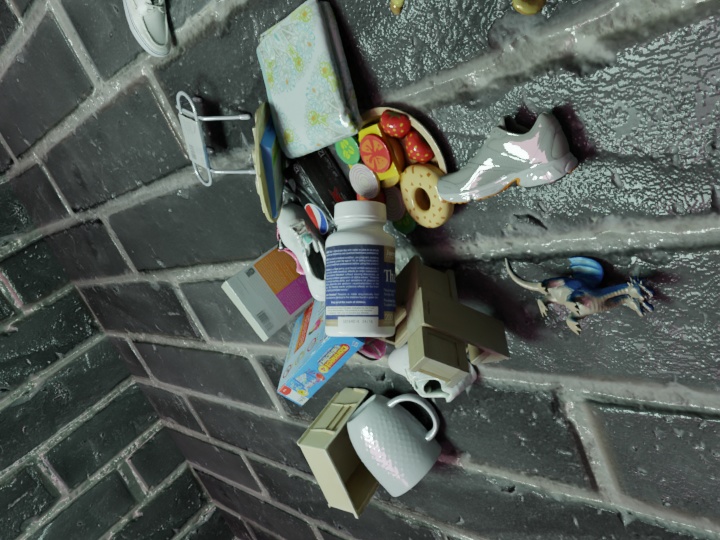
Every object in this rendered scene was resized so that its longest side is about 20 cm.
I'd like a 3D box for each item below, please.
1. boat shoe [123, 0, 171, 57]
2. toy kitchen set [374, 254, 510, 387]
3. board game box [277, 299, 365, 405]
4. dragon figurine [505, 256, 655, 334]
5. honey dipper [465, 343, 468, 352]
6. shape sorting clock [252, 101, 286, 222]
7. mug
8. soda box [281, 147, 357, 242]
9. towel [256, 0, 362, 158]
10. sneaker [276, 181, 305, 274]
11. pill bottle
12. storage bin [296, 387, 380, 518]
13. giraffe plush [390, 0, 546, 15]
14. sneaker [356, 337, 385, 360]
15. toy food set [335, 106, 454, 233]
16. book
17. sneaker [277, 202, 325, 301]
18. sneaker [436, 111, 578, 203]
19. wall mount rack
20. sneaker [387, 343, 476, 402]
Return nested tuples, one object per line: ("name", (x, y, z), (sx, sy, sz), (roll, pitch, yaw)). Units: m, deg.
("boat shoe", (-0.393, -0.499, 1.094), (0.069, 0.071, 0.203), (11, 122, 45))
("toy kitchen set", (0.117, 0.125, 0.962), (0.161, 0.202, 0.181), (21, 131, -20))
("board game box", (-0.062, 0.111, 1.091), (0.056, 0.201, 0.196), (32, 122, -16))
("dragon figurine", (0.290, 0.022, 0.795), (0.200, 0.099, 0.060), (33, 147, 55))
("honey dipper", (0.114, 0.083, 1.064), (0.200, 0.038, 0.038), (42, 144, 16))
("shape sorting clock", (-0.157, -0.184, 1.019), (0.039, 0.202, 0.202), (2, 132, 1))
("mug", (0.078, 0.341, 1.252), (0.176, 0.148, 0.200), (47, 112, 2))
("soda box", (-0.050, -0.112, 1.045), (0.063, 0.071, 0.202), (-19, 105, 56))
("towel", (-0.085, -0.289, 0.916), (0.170, 0.048, 0.203), (-7, 101, 51))
("sneaker", (-0.131, -0.081, 1.142), (0.079, 0.095, 0.202), (-21, 103, 55))
("pill bottle", (0.000, 0.000, 0.917), (0.110, 0.110, 0.204), (-5, 83, 49))
("storage bin", (-0.022, 0.407, 1.358), (0.093, 0.199, 0.202), (-4, 119, 39))
("giraffe plush", (0.123, -0.343, 0.603), (0.160, 0.201, 0.174), (10, 131, 4))
("sneaker", (-0.022, 0.137, 1.231), (0.199, 0.073, 0.088), (29, 139, 35))
("toy food set", (0.051, -0.151, 0.919), (0.197, 0.049, 0.202), (-7, 116, 50))
("book", (-0.154, 0.025, 1.168), (0.134, 0.200, 0.048), (53, 144, -2))
("sneaker", (-0.093, -0.049, 1.055), (0.202, 0.074, 0.089), (61, 172, 20))
("sneaker", (0.178, -0.149, 0.772), (0.198, 0.075, 0.093), (-10, 106, 43))
("wall mount rack", (-0.289, -0.262, 1.184), (0.173, 0.074, 0.202), (29, 139, 34))
("sneaker", (0.117, 0.191, 1.118), (0.199, 0.080, 0.071), (5, 126, 47))
